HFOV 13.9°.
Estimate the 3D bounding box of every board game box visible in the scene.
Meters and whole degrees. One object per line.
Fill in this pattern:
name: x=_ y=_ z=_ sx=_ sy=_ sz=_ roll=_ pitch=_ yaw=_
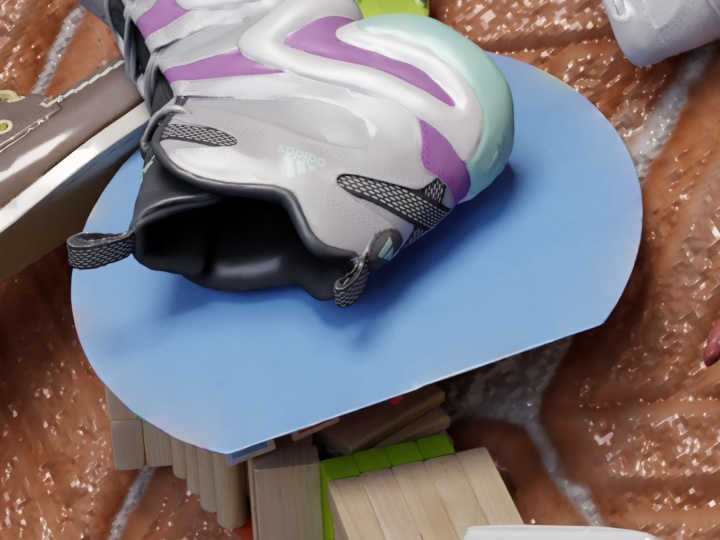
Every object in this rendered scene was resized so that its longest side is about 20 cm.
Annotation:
board game box: x=0.000 y=0.000 z=1.029 sx=0.200 sy=0.039 sz=0.158 roll=-19 pitch=44 yaw=-4

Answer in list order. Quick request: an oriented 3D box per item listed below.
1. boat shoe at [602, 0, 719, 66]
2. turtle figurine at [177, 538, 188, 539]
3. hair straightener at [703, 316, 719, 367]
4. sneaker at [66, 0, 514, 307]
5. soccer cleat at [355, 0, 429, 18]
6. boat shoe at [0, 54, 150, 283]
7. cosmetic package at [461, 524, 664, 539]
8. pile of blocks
boat shoe: x=0.081 y=-0.163 z=1.040 sx=0.068 sy=0.072 sz=0.200 roll=-30 pitch=74 yaw=19
turtle figurine: x=-0.163 y=0.123 z=1.021 sx=0.200 sy=0.161 sz=0.065 roll=-16 pitch=72 yaw=-15
hair straightener: x=0.198 y=-0.030 z=0.962 sx=0.077 sy=0.041 sz=0.200 roll=37 pitch=90 yaw=9
sneaker: x=-0.062 y=-0.052 z=1.007 sx=0.200 sy=0.078 sz=0.140 roll=27 pitch=59 yaw=30
soccer cleat: x=-0.041 y=-0.142 z=1.109 sx=0.200 sy=0.065 sz=0.084 roll=55 pitch=129 yaw=25
boat shoe: x=-0.136 y=-0.030 z=1.080 sx=0.200 sy=0.072 sz=0.060 roll=-40 pitch=78 yaw=-15
cosmetic package: x=0.075 y=0.187 z=0.927 sx=0.074 sy=0.102 sz=0.201 roll=-2 pitch=75 yaw=29
pile of blocks: x=-0.018 y=0.071 z=1.041 sx=0.200 sy=0.082 sz=0.062 roll=33 pitch=139 yaw=39
